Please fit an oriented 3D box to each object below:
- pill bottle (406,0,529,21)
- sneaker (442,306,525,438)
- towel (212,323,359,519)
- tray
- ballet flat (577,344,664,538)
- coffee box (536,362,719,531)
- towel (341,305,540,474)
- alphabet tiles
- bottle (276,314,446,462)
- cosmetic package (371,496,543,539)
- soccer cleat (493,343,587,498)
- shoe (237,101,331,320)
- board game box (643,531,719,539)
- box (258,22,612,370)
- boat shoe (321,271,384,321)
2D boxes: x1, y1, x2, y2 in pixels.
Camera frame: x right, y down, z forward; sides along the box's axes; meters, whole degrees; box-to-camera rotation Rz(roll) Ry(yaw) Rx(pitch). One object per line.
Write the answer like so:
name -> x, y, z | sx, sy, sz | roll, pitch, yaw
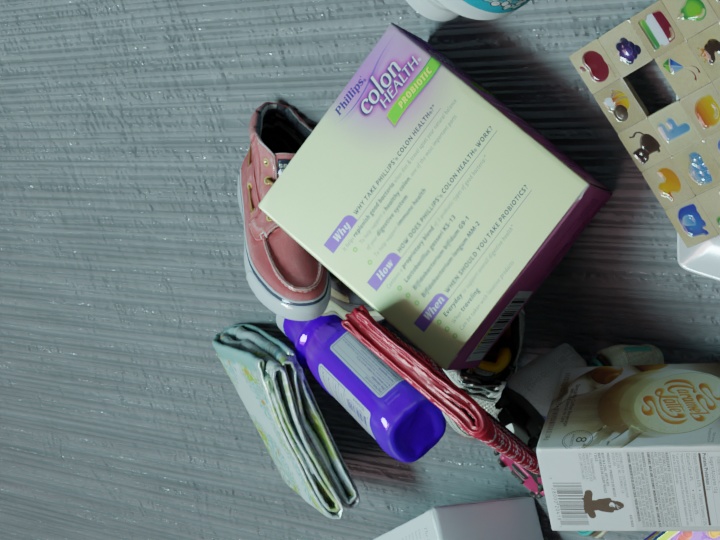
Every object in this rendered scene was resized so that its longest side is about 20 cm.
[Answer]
pill bottle -> 0.105, -0.244, 1.207 | 0.111, 0.111, 0.200 | 56, 143, -4
sneaker -> 0.096, 0.068, 1.456 | 0.077, 0.083, 0.201 | 4, 131, 2
towel -> -0.074, 0.143, 1.685 | 0.173, 0.048, 0.200 | 67, 167, -13
tray -> 0.273, -0.076, 1.231 | 0.107, 0.022, 0.202 | 19, 131, 35
ballet flat -> 0.213, 0.142, 1.424 | 0.068, 0.062, 0.201 | -122, 26, -43
coffee box -> 0.241, 0.129, 1.292 | 0.198, 0.115, 0.080 | -3, 119, 20
towel -> 0.070, 0.095, 1.337 | 0.144, 0.023, 0.200 | 40, -179, 24
alphabet tiles -> 0.251, -0.097, 1.215 | 0.167, 0.008, 0.201 | -28, 97, 52
bottle -> -0.005, 0.089, 1.583 | 0.200, 0.065, 0.084 | 43, 170, 41
cosmetic package -> 0.083, 0.333, 1.600 | 0.200, 0.122, 0.201 | -37, 61, 53
soccer cleat -> 0.161, 0.129, 1.473 | 0.070, 0.086, 0.200 | 43, 164, 21
shoe -> -0.065, -0.055, 1.501 | 0.201, 0.071, 0.092 | -107, 22, -45
board game box -> 0.317, 0.273, 1.390 | 0.200, 0.045, 0.134 | 49, 117, 6
box -> 0.057, -0.054, 1.343 | 0.200, 0.097, 0.176 | 40, 101, 15
boat shoe -> 0.000, 0.000, 1.515 | 0.199, 0.074, 0.074 | 0, 111, 58
